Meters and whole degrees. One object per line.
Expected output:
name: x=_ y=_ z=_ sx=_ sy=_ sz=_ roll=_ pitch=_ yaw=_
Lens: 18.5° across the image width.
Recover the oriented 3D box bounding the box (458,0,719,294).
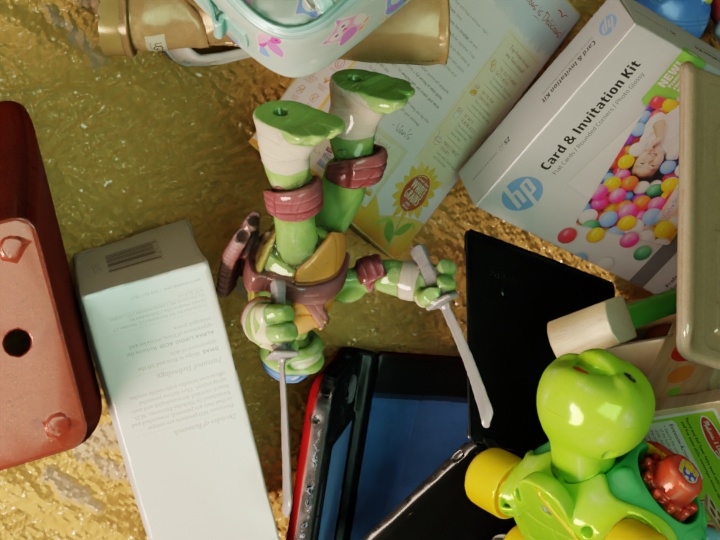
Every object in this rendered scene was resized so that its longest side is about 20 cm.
box: x=0.187 y=-0.071 z=1.399 sx=0.200 sy=0.041 sz=0.156 roll=25 pitch=117 yaw=-33

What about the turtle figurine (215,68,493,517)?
turtle figurine: x=0.000 y=0.000 z=1.247 sx=0.144 sy=0.200 sz=0.194 roll=-6 pitch=121 yaw=-16

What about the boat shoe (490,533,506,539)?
boat shoe: x=0.097 y=0.201 z=1.396 sx=0.200 sy=0.074 sz=0.067 roll=-32 pitch=115 yaw=-37

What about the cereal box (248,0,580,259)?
cereal box: x=0.037 y=-0.120 z=1.361 sx=0.200 sy=0.040 sz=0.144 roll=-53 pitch=139 yaw=-3

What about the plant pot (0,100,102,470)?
plant pot: x=-0.248 y=0.033 z=1.254 sx=0.200 sy=0.176 sz=0.200 roll=-17 pitch=106 yaw=-15

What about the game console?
game console: x=0.023 y=0.158 z=1.408 sx=0.119 sy=0.172 sz=0.200 roll=9 pitch=99 yaw=7

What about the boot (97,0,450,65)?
boot: x=-0.049 y=-0.201 z=1.282 sx=0.200 sy=0.066 sz=0.175 roll=-1 pitch=82 yaw=1

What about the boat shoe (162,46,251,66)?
boat shoe: x=-0.027 y=-0.174 z=1.340 sx=0.200 sy=0.070 sz=0.071 roll=-21 pitch=107 yaw=-13

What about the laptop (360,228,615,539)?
laptop: x=0.077 y=0.098 z=1.415 sx=0.200 sy=0.116 sz=0.187 roll=-45 pitch=147 yaw=19

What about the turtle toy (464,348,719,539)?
turtle toy: x=0.144 y=0.131 z=1.291 sx=0.101 sy=0.146 sz=0.200 roll=-45 pitch=136 yaw=-21

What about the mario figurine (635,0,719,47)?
mario figurine: x=0.197 y=-0.175 z=1.394 sx=0.123 sy=0.106 sz=0.200 roll=-19 pitch=120 yaw=-52

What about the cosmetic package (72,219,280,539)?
cosmetic package: x=-0.111 y=0.084 z=1.342 sx=0.081 sy=0.113 sz=0.200 roll=-17 pitch=108 yaw=-6

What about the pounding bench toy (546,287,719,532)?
pounding bench toy: x=0.204 y=0.065 z=1.401 sx=0.200 sy=0.124 sz=0.156 roll=60 pitch=37 yaw=-23

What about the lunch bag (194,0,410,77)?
lunch bag: x=-0.047 y=-0.211 z=1.211 sx=0.160 sy=0.077 sz=0.200 roll=-39 pitch=77 yaw=-16

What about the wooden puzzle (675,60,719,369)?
wooden puzzle: x=0.255 y=-0.013 z=1.347 sx=0.200 sy=0.046 sz=0.185 roll=18 pitch=66 yaw=-34
